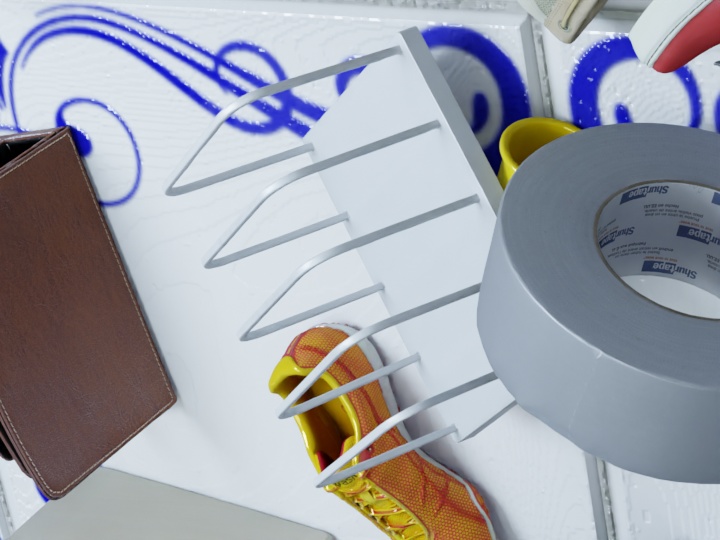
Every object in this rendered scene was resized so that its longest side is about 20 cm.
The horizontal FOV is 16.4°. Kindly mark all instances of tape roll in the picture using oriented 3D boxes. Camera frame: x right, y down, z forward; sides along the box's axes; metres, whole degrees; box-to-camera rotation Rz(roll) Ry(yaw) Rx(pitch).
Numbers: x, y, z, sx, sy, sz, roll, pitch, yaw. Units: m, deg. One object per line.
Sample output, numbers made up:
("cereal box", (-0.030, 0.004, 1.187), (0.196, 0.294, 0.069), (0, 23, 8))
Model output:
("tape roll", (0.160, 0.013, 1.253), (0.200, 0.200, 0.066), (29, 134, 18))

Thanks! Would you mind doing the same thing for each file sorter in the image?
("file sorter", (0.000, 0.000, 1.362), (0.201, 0.124, 0.139), (62, 148, 10))

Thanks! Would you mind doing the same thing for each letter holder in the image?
("letter holder", (-0.225, 0.033, 1.585), (0.100, 0.142, 0.201), (-5, 114, 38))

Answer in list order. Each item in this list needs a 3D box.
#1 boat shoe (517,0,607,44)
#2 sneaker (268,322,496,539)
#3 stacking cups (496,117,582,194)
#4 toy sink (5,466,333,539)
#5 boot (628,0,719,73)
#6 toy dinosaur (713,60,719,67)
("boat shoe", (0.142, -0.179, 1.239), (0.065, 0.072, 0.200), (49, 140, -2))
("sneaker", (0.011, 0.128, 1.520), (0.073, 0.077, 0.200), (-34, 96, 42))
("stacking cups", (0.085, 0.011, 1.405), (0.060, 0.060, 0.201), (29, 131, 18))
("toy sink", (-0.128, 0.228, 1.646), (0.199, 0.130, 0.113), (13, 124, 29))
("boot", (0.234, -0.119, 1.211), (0.144, 0.072, 0.200), (50, 130, -3))
("toy dinosaur", (0.220, -0.113, 1.156), (0.199, 0.047, 0.088), (31, 115, 5))
